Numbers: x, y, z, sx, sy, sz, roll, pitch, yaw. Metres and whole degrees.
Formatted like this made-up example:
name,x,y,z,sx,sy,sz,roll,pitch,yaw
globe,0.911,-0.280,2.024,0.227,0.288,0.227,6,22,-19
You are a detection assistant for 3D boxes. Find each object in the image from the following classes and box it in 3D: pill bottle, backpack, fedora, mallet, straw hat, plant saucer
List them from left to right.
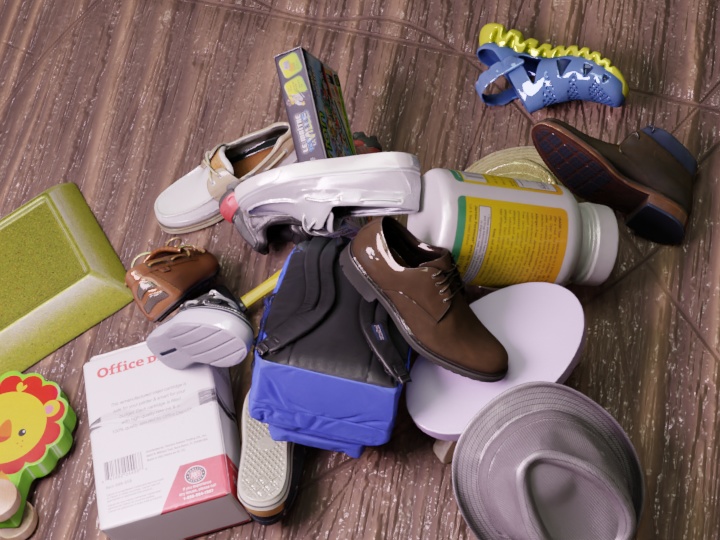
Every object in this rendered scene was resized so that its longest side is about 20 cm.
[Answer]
name,x,y,z,sx,sy,sz,roll,pitch,yaw
plant saucer,-0.389,0.003,1.871,0.199,0.048,0.201,-33,58,-4
mallet,-0.093,0.000,1.783,0.200,0.041,0.066,-41,69,-4
backpack,-0.029,0.073,1.628,0.161,0.169,0.201,15,47,-3
pill bottle,0.156,-0.037,1.630,0.198,0.113,0.114,6,58,-18
straw hat,0.173,-0.077,1.735,0.199,0.085,0.203,-7,61,12
fedora,0.187,0.211,1.509,0.176,0.090,0.201,-36,102,-1

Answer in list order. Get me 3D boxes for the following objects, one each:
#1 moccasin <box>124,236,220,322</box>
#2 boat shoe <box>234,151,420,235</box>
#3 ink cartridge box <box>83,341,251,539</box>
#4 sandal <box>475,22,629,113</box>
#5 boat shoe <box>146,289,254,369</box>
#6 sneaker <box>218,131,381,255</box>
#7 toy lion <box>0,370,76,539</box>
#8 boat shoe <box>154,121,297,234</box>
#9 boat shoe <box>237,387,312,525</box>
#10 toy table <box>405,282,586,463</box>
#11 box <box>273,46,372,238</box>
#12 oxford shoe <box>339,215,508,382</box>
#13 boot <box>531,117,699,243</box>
name,x,y,z,sx,sy,sz,roll,pitch,yaw
moccasin,-0.209,0.003,1.744,0.074,0.201,0.078,-40,90,19
boat shoe,-0.033,-0.071,1.633,0.198,0.072,0.069,-7,77,10
ink cartridge box,-0.206,0.179,1.699,0.143,0.084,0.202,-16,59,7
sandal,0.209,-0.212,1.813,0.199,0.080,0.088,18,71,33
boat shoe,-0.156,0.052,1.617,0.071,0.072,0.199,-54,22,-23
sneaker,-0.056,-0.083,1.815,0.199,0.071,0.098,-26,70,-9
toy lion,-0.416,0.200,1.766,0.198,0.069,0.193,-3,54,14
boat shoe,-0.155,-0.115,1.859,0.199,0.069,0.075,-29,57,-1
boat shoe,-0.089,0.179,1.681,0.074,0.063,0.201,2,46,7
toy table,0.146,0.113,1.619,0.199,0.117,0.185,-26,58,1
box,-0.038,-0.131,1.736,0.034,0.110,0.202,-18,76,18
oxford shoe,0.072,0.027,1.540,0.200,0.085,0.073,42,39,2
boot,0.275,-0.120,1.709,0.199,0.075,0.097,36,59,-11
